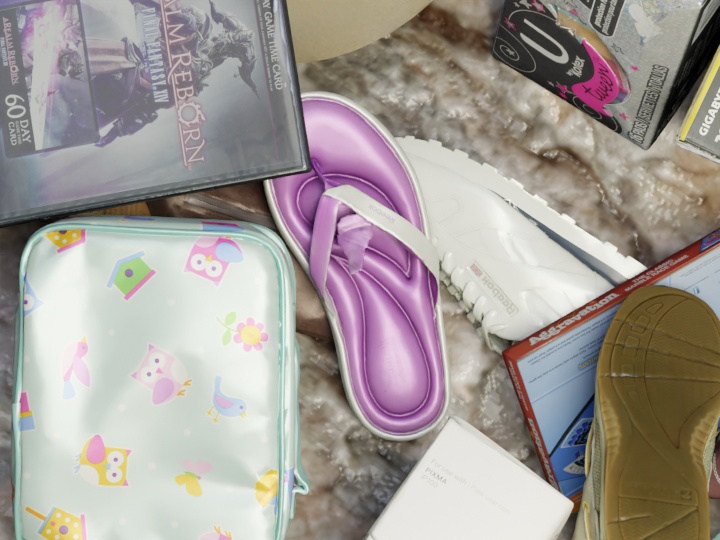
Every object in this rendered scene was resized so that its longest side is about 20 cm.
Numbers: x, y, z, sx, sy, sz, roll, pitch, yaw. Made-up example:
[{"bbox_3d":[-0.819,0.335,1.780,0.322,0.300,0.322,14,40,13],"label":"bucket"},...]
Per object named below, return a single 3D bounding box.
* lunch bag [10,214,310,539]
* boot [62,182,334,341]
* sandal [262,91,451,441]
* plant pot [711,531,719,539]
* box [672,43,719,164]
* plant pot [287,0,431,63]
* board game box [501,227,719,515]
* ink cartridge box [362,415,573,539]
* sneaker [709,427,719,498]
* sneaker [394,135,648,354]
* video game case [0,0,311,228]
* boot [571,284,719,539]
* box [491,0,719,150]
[{"bbox_3d":[-0.106,0.071,1.565,0.160,0.077,0.201,1,95,-4],"label":"lunch bag"},{"bbox_3d":[-0.084,-0.060,1.655,0.166,0.072,0.201,7,73,-12],"label":"boot"},{"bbox_3d":[0.007,-0.003,1.599,0.082,0.050,0.203,-22,100,-3],"label":"sandal"},{"bbox_3d":[0.246,0.199,1.526,0.200,0.201,0.134,-25,47,-11],"label":"plant pot"},{"bbox_3d":[0.242,-0.151,1.612,0.049,0.160,0.200,27,98,11],"label":"box"},{"bbox_3d":[-0.053,-0.248,1.608,0.187,0.200,0.188,-13,52,17],"label":"plant pot"},{"bbox_3d":[0.178,0.043,1.612,0.200,0.019,0.103,-28,114,-17],"label":"board game box"},{"bbox_3d":[0.019,0.191,1.523,0.083,0.147,0.200,34,72,7],"label":"ink cartridge box"},{"bbox_3d":[0.253,0.082,1.617,0.200,0.115,0.076,-14,74,-45],"label":"sneaker"},{"bbox_3d":[0.078,-0.002,1.636,0.200,0.076,0.081,32,82,9],"label":"sneaker"},{"bbox_3d":[-0.134,-0.106,1.558,0.199,0.019,0.143,-10,85,10],"label":"video game case"},{"bbox_3d":[0.143,0.122,1.556,0.072,0.155,0.200,11,51,-3],"label":"boot"},{"bbox_3d":[0.157,-0.178,1.630,0.115,0.200,0.132,32,72,9],"label":"box"}]
